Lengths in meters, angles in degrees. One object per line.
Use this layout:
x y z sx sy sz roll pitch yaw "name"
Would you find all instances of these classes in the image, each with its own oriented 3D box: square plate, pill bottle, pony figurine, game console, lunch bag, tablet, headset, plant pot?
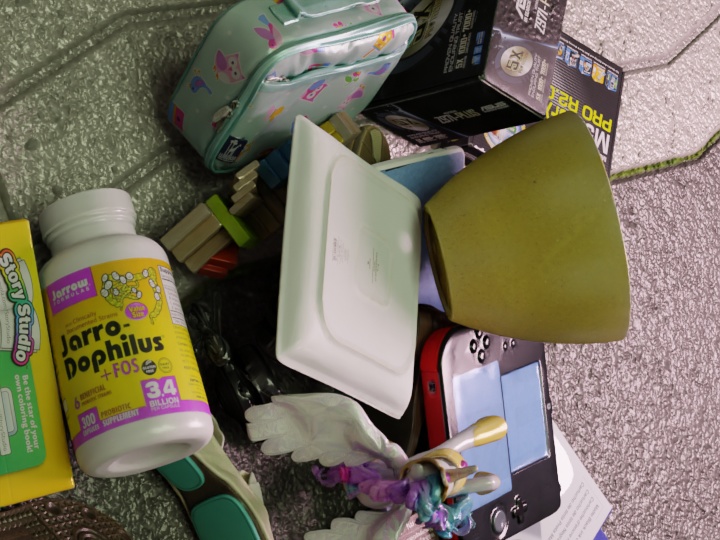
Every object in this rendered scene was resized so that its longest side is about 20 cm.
0.000 0.000 1.358 0.198 0.028 0.202 31 58 -55 "square plate"
-0.182 0.045 1.259 0.104 0.104 0.202 -3 69 -41 "pill bottle"
0.019 0.166 1.340 0.200 0.191 0.168 -3 81 -73 "pony figurine"
0.122 0.139 1.504 0.176 0.031 0.202 -14 100 -48 "game console"
-0.054 -0.164 1.371 0.199 0.161 0.077 -24 73 -44 "lunch bag"
0.045 -0.004 1.501 0.129 0.014 0.202 -16 115 -44 "tablet"
-0.067 0.080 1.354 0.124 0.094 0.200 -46 133 8 "headset"
0.132 -0.023 1.437 0.141 0.200 0.202 -13 94 -5 "plant pot"

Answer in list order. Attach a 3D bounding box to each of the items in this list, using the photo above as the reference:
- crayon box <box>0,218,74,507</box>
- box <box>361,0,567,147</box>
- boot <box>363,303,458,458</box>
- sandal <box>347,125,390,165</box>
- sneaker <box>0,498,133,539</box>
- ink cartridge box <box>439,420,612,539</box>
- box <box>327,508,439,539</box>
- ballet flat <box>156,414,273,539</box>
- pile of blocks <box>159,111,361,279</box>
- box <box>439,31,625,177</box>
-0.304 0.075 1.196 0.172 0.058 0.202 -11 92 -43 "crayon box"
0.099 -0.229 1.518 0.086 0.163 0.202 26 69 -36 "box"
0.085 0.126 1.535 0.199 0.064 0.188 12 93 -51 "boot"
-0.029 -0.033 1.451 0.080 0.054 0.202 43 60 -57 "sandal"
-0.249 0.218 1.231 0.199 0.070 0.076 9 122 -55 "sneaker"
0.163 0.264 1.594 0.201 0.040 0.200 54 54 -23 "ink cartridge box"
0.029 0.311 1.451 0.100 0.075 0.202 -21 100 -41 "box"
-0.117 0.165 1.350 0.069 0.069 0.201 -46 114 -35 "ballet flat"
-0.067 -0.056 1.364 0.200 0.082 0.062 -38 83 -19 "pile of blocks"
0.172 -0.158 1.653 0.199 0.044 0.162 24 69 -37 "box"
